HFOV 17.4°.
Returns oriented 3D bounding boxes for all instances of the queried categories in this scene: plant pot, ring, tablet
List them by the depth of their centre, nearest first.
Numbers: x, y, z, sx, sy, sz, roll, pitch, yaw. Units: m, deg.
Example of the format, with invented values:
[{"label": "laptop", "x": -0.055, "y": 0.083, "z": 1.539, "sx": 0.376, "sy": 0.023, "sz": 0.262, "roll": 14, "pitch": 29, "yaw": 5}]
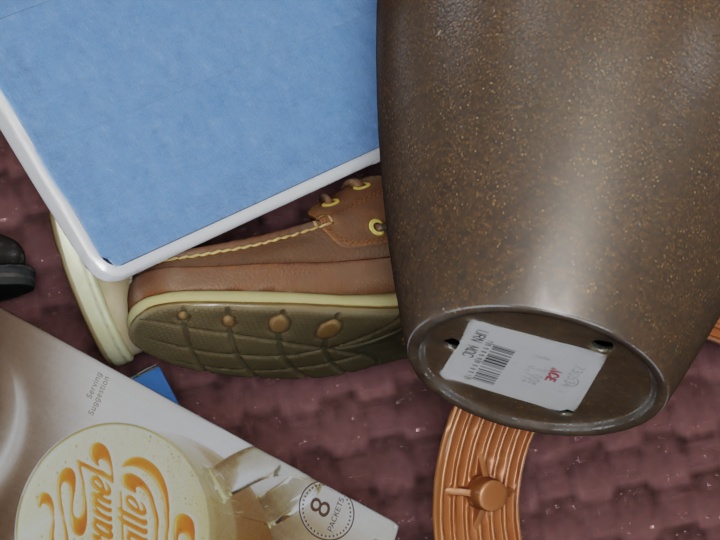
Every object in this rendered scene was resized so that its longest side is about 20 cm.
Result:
[{"label": "plant pot", "x": 0.080, "y": -0.048, "z": 0.864, "sx": 0.187, "sy": 0.187, "sz": 0.200, "roll": 15, "pitch": 61, "yaw": -2}, {"label": "tablet", "x": -0.055, "y": -0.083, "z": 0.927, "sx": 0.200, "sy": 0.014, "sz": 0.130, "roll": -26, "pitch": 81, "yaw": -34}, {"label": "ring", "x": 0.123, "y": 0.090, "z": 0.938, "sx": 0.200, "sy": 0.019, "sz": 0.201, "roll": -1, "pitch": 94, "yaw": -23}]

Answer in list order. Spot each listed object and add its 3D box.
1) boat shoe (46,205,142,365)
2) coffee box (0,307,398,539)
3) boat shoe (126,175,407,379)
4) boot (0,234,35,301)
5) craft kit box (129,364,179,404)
[{"label": "boat shoe", "x": -0.097, "y": -0.063, "z": 0.948, "sx": 0.065, "sy": 0.072, "sz": 0.200, "roll": -9, "pitch": 81, "yaw": -2}, {"label": "coffee box", "x": -0.102, "y": 0.104, "z": 0.861, "sx": 0.200, "sy": 0.080, "sz": 0.114, "roll": 29, "pitch": 62, "yaw": -15}, {"label": "boat shoe", "x": 0.001, "y": 0.000, "z": 0.939, "sx": 0.200, "sy": 0.072, "sz": 0.068, "roll": -3, "pitch": 67, "yaw": -21}, {"label": "boot", "x": -0.213, "y": -0.082, "z": 0.946, "sx": 0.200, "sy": 0.069, "sz": 0.174, "roll": 14, "pitch": 77, "yaw": -9}, {"label": "craft kit box", "x": -0.118, "y": 0.167, "z": 0.905, "sx": 0.197, "sy": 0.049, "sz": 0.200, "roll": -25, "pitch": 87, "yaw": -32}]
